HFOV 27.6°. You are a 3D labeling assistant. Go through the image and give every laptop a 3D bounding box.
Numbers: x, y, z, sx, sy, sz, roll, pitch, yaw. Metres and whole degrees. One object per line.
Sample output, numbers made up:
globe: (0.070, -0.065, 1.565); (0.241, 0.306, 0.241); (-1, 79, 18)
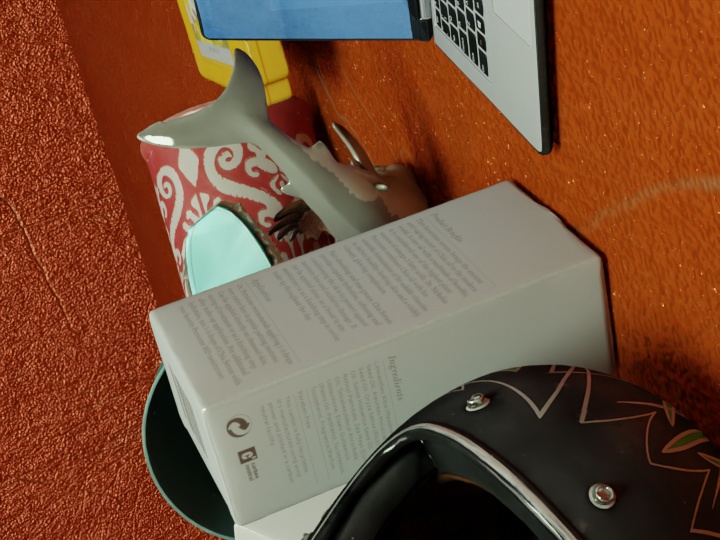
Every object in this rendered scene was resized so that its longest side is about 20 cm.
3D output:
laptop: (-0.009, -0.161, 0.684); (0.200, 0.116, 0.188); (-124, 18, -48)

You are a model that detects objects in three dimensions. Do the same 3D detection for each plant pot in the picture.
plant pot: (-0.086, 0.110, 1.271); (0.161, 0.200, 0.201); (-112, 6, -74)

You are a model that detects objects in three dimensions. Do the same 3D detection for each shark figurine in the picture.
shark figurine: (-0.020, -0.031, 0.836); (0.128, 0.090, 0.214); (50, -165, 31)

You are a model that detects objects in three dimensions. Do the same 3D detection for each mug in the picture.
mug: (-0.060, -0.014, 1.096); (0.133, 0.177, 0.201); (-31, 68, 48)

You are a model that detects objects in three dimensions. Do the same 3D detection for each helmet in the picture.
helmet: (0.076, 0.134, 0.618); (0.200, 0.191, 0.200); (43, -171, -9)

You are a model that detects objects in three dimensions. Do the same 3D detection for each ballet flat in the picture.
ballet flat: (-0.059, 0.051, 0.959); (0.201, 0.072, 0.072); (67, 167, -1)

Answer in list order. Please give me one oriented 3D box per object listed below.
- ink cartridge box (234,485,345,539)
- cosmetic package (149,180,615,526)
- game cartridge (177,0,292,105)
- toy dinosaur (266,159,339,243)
ink cartridge box: (0.029, 0.186, 0.870); (0.199, 0.084, 0.146); (20, 146, 12)
cosmetic package: (0.010, 0.035, 0.708); (0.101, 0.199, 0.071); (-130, 23, -57)
game cartridge: (-0.105, -0.210, 1.022); (0.200, 0.032, 0.177); (-141, 33, -70)
toy dinosaur: (0.000, 0.000, 0.949); (0.200, 0.086, 0.136); (-151, 41, -74)
